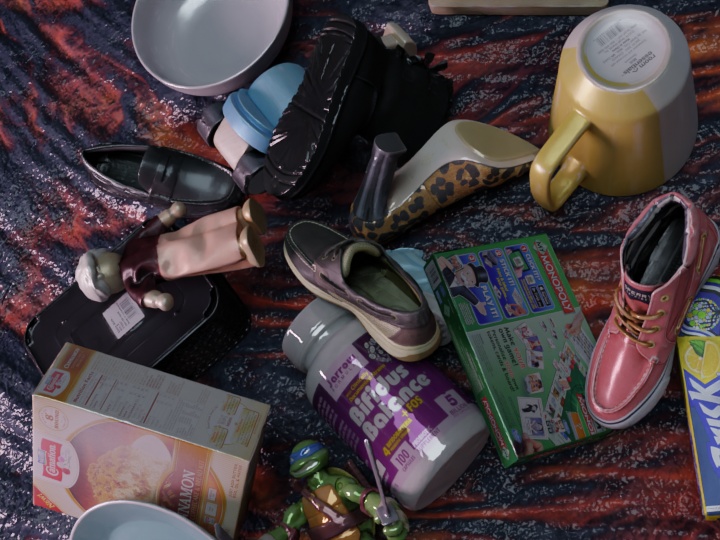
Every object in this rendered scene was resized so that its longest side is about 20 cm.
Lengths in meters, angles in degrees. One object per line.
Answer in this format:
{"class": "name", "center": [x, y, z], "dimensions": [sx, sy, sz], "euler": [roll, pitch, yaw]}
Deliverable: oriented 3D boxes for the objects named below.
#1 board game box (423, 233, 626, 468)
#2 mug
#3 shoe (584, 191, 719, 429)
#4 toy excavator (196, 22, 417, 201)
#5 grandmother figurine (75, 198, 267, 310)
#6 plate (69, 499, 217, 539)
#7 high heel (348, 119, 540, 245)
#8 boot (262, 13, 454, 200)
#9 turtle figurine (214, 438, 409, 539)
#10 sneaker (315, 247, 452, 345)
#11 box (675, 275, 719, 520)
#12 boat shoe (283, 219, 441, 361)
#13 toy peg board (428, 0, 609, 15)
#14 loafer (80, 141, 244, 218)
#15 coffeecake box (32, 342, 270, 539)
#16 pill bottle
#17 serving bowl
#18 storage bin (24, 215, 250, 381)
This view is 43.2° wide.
{"class": "board game box", "center": [0.153, 0.067, 0.839], "dimensions": [0.132, 0.029, 0.203], "euler": [-9, 65, -26]}
{"class": "mug", "center": [0.245, -0.152, 0.855], "dimensions": [0.147, 0.153, 0.190], "euler": [7, 75, 17]}
{"class": "shoe", "center": [0.235, 0.034, 0.766], "dimensions": [0.071, 0.091, 0.203], "euler": [28, 93, 37]}
{"class": "toy excavator", "center": [-0.046, -0.181, 0.968], "dimensions": [0.100, 0.193, 0.201], "euler": [51, 119, 24]}
{"class": "grandmother figurine", "center": [-0.190, -0.010, 0.889], "dimensions": [0.196, 0.061, 0.123], "euler": [-13, 42, 15]}
{"class": "plate", "center": [-0.180, 0.287, 0.846], "dimensions": [0.196, 0.204, 0.026], "euler": [7, 30, 18]}
{"class": "high heel", "center": [0.085, -0.081, 0.941], "dimensions": [0.196, 0.144, 0.072], "euler": [-4, 49, -20]}
{"class": "boot", "center": [0.003, -0.145, 0.921], "dimensions": [0.073, 0.161, 0.201], "euler": [29, 96, 44]}
{"class": "turtle figurine", "center": [-0.023, 0.252, 0.781], "dimensions": [0.142, 0.200, 0.196], "euler": [-29, 90, -11]}
{"class": "sneaker", "center": [0.026, 0.010, 0.922], "dimensions": [0.198, 0.075, 0.082], "euler": [23, 50, 26]}
{"class": "box", "center": [0.315, 0.111, 0.794], "dimensions": [0.063, 0.070, 0.204], "euler": [-9, 70, 17]}
{"class": "boat shoe", "center": [0.000, 0.001, 0.836], "dimensions": [0.071, 0.067, 0.200], "euler": [-30, 51, -26]}
{"class": "toy peg board", "center": [0.175, -0.392, 0.983], "dimensions": [0.196, 0.098, 0.203], "euler": [5, 74, 18]}
{"class": "loafer", "center": [-0.223, -0.104, 1.018], "dimensions": [0.197, 0.070, 0.069], "euler": [10, 76, 19]}
{"class": "coffeecake box", "center": [-0.196, 0.172, 0.843], "dimensions": [0.196, 0.155, 0.074], "euler": [17, 37, 1]}
{"class": "pill bottle", "center": [0.018, 0.115, 0.855], "dimensions": [0.112, 0.112, 0.200], "euler": [-46, 67, -2]}
{"class": "serving bowl", "center": [-0.165, -0.289, 1.064], "dimensions": [0.196, 0.066, 0.204], "euler": [-5, 72, 14]}
{"class": "storage bin", "center": [-0.232, 0.061, 0.956], "dimensions": [0.199, 0.094, 0.136], "euler": [-41, 66, 1]}
